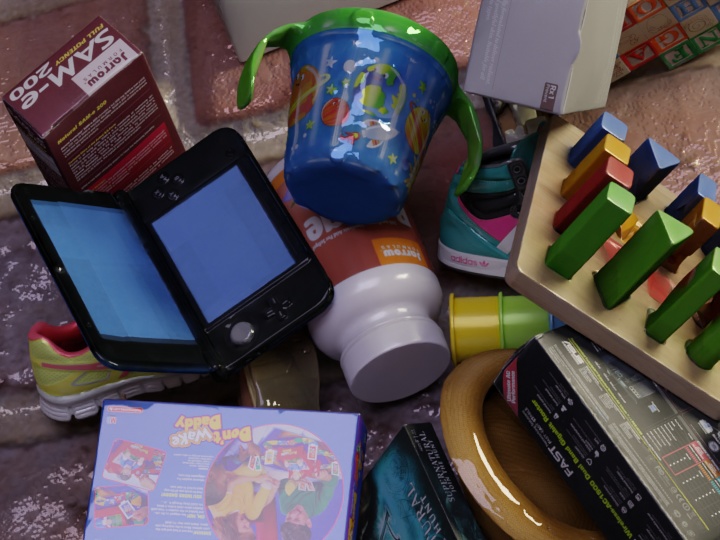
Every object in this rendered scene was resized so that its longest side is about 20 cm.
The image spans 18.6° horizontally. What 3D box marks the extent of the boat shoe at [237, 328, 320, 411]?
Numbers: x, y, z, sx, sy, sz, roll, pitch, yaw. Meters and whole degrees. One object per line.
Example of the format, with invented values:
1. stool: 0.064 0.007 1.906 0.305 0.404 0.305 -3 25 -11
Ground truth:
1. boat shoe: -0.063 0.141 1.724 0.072 0.068 0.201 4 58 -15

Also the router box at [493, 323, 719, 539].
1. router box: 0.212 0.123 1.619 0.150 0.062 0.200 -18 66 -45

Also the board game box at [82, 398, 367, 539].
1. board game box: -0.101 0.171 1.642 0.199 0.045 0.135 3 69 10

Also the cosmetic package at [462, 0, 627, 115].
1. cosmetic package: 0.147 -0.180 1.698 0.090 0.200 0.107 14 97 16

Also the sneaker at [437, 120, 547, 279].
1. sneaker: 0.158 -0.056 1.754 0.199 0.121 0.084 7 22 18

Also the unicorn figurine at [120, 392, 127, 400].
1. unicorn figurine: -0.146 0.214 1.701 0.200 0.074 0.138 33 63 9

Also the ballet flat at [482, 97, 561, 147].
1. ballet flat: 0.139 -0.122 1.832 0.073 0.073 0.201 -16 60 1

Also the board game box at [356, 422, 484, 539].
1. board game box: 0.049 0.232 1.617 0.028 0.135 0.201 0 51 -34

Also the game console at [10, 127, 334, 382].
1. game console: -0.146 -0.022 1.706 0.170 0.118 0.200 -35 58 4

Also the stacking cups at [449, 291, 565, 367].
1. stacking cups: 0.171 0.045 1.746 0.199 0.061 0.061 -2 60 3

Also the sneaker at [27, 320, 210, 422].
1. sneaker: -0.176 0.049 1.769 0.199 0.091 0.078 -23 28 -4

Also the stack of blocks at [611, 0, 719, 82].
1. stack of blocks: 0.244 -0.221 1.840 0.199 0.115 0.059 -29 57 15

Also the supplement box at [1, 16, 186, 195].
1. supplement box: -0.211 -0.105 1.809 0.109 0.200 0.061 -42 62 -14

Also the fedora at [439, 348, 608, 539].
1. fedora: 0.132 0.154 1.649 0.200 0.082 0.201 19 47 -21

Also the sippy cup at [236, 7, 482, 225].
1. sippy cup: 0.000 -0.112 1.701 0.177 0.140 0.131 4 60 17

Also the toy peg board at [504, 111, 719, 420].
1. toy peg board: 0.229 -0.028 1.645 0.200 0.098 0.200 33 39 -12

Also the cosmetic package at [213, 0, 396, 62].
1. cosmetic package: -0.057 -0.323 1.949 0.199 0.123 0.201 -21 58 -2

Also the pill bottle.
1. pill bottle: 0.000 0.000 1.763 0.112 0.112 0.201 -21 60 -2
